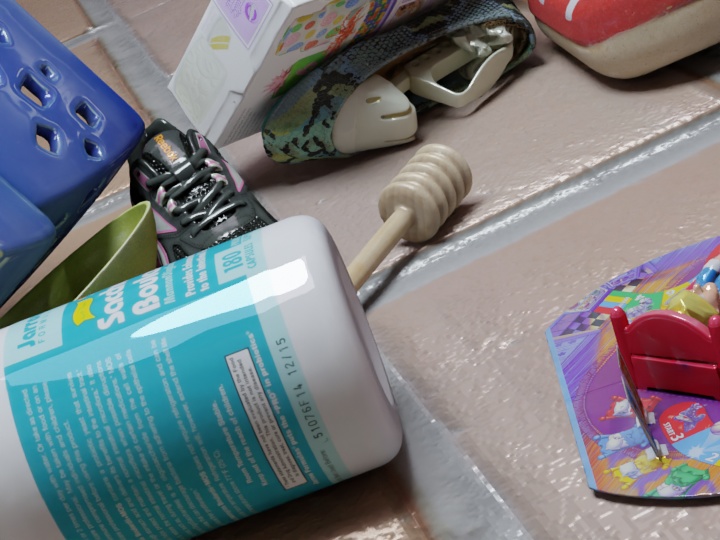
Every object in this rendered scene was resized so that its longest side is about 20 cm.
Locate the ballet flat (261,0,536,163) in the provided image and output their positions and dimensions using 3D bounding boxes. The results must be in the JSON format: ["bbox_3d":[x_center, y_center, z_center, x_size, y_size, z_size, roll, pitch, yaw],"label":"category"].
[{"bbox_3d":[0.031,-0.119,1.006,0.199,0.075,0.074,-35,26,-18],"label":"ballet flat"}]

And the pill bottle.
[{"bbox_3d":[-0.090,0.060,0.661,0.199,0.111,0.111,-21,23,2],"label":"pill bottle"}]

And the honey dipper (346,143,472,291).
[{"bbox_3d":[0.000,0.000,0.808,0.038,0.038,0.200,-4,31,36],"label":"honey dipper"}]

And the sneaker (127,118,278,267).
[{"bbox_3d":[-0.097,-0.035,0.902,0.080,0.087,0.200,-31,25,-16],"label":"sneaker"}]

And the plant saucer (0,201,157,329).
[{"bbox_3d":[-0.170,0.044,0.801,0.200,0.031,0.200,-40,14,12],"label":"plant saucer"}]

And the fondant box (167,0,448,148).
[{"bbox_3d":[-0.012,-0.167,1.015,0.199,0.058,0.144,-27,-16,-38],"label":"fondant box"}]

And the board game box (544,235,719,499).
[{"bbox_3d":[0.151,0.014,0.634,0.157,0.039,0.200,-19,24,7],"label":"board game box"}]

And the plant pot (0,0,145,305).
[{"bbox_3d":[-0.262,-0.046,0.853,0.200,0.200,0.180,-44,15,23],"label":"plant pot"}]

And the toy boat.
[{"bbox_3d":[0.170,-0.204,0.971,0.130,0.131,0.200,-24,23,-3],"label":"toy boat"}]
